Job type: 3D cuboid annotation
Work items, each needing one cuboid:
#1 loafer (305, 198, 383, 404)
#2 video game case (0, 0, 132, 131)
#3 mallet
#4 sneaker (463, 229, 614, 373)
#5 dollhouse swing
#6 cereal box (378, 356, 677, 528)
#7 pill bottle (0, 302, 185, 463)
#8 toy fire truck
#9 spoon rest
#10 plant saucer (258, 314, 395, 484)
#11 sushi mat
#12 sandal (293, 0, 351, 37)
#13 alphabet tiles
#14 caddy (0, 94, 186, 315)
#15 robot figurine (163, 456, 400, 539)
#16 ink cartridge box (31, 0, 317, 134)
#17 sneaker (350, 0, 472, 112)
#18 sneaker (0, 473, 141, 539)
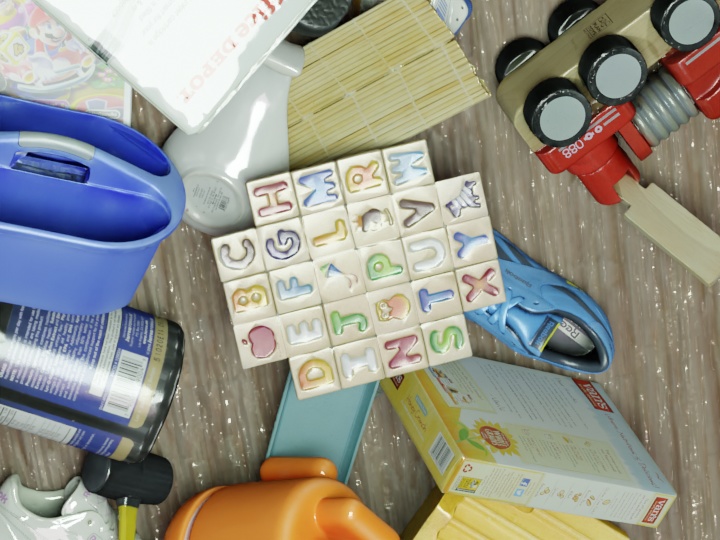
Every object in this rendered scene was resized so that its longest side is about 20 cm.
[{"bbox_3d":[-0.011,0.016,1.713,0.075,0.070,0.201,-3,127,-6],"label":"loafer"},{"bbox_3d":[-0.231,-0.199,1.626,0.143,0.018,0.201,2,109,-8],"label":"video game case"},{"bbox_3d":[-0.183,0.225,1.700,0.066,0.201,0.041,24,148,-34],"label":"mallet"},{"bbox_3d":[0.108,0.018,1.725,0.200,0.078,0.066,28,106,-15],"label":"sneaker"},{"bbox_3d":[0.105,0.255,1.771,0.176,0.182,0.200,36,101,0],"label":"dollhouse swing"},{"bbox_3d":[0.123,0.123,1.701,0.199,0.144,0.040,14,117,-30],"label":"cereal box"},{"bbox_3d":[-0.238,0.062,1.671,0.199,0.112,0.112,19,106,-15],"label":"pill bottle"},{"bbox_3d":[0.223,-0.106,1.682,0.176,0.129,0.200,-37,122,5],"label":"toy fire truck"},{"bbox_3d":[-0.084,-0.098,1.642,0.099,0.061,0.200,27,135,-3],"label":"spoon rest"},{"bbox_3d":[-0.028,0.103,1.725,0.070,0.019,0.200,6,135,-10],"label":"plant saucer"},{"bbox_3d":[-0.008,-0.125,1.632,0.200,0.012,0.096,-26,103,32],"label":"sushi mat"},{"bbox_3d":[-0.098,-0.230,1.598,0.200,0.048,0.075,39,68,-7],"label":"sandal"},{"bbox_3d":[0.000,0.000,1.638,0.199,0.006,0.167,-14,106,-5],"label":"alphabet tiles"},{"bbox_3d":[-0.224,-0.055,1.602,0.199,0.142,0.105,11,132,-16],"label":"caddy"},{"bbox_3d":[-0.068,0.215,1.694,0.116,0.200,0.144,-7,88,-50],"label":"robot figurine"},{"bbox_3d":[-0.142,-0.209,1.507,0.200,0.083,0.147,42,92,-19],"label":"ink cartridge box"},{"bbox_3d":[0.035,-0.207,1.641,0.088,0.075,0.201,-10,120,-13],"label":"sneaker"},{"bbox_3d":[-0.199,0.218,1.753,0.199,0.075,0.100,20,107,-15],"label":"sneaker"}]
